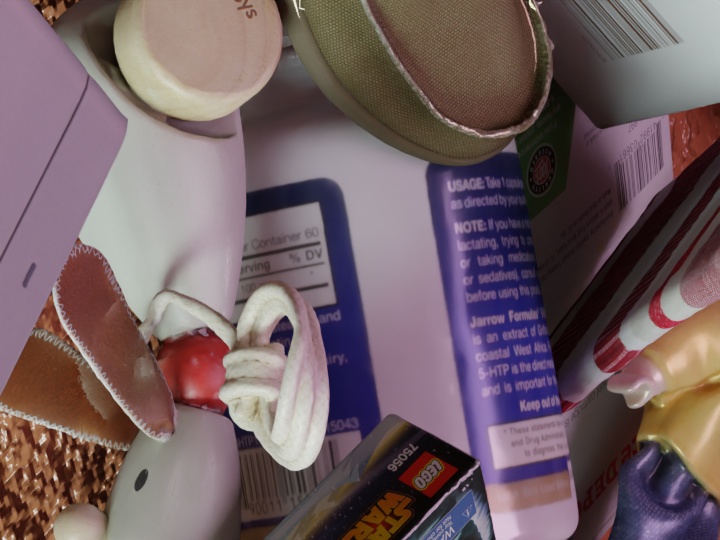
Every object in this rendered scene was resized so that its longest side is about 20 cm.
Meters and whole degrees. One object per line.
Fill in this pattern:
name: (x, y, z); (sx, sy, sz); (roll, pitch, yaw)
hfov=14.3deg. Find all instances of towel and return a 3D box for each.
towel: (0.120, -0.013, 0.990); (0.144, 0.023, 0.200); (-50, -177, -30)

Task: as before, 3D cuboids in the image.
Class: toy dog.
toy dog: (-0.080, -0.007, 0.863); (0.132, 0.096, 0.201); (120, -32, -51)

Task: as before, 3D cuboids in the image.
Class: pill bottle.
pill bottle: (0.000, 0.000, 0.966); (0.119, 0.119, 0.202); (-4, 84, -60)

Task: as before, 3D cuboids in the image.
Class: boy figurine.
boy figurine: (0.125, 0.053, 1.108); (0.124, 0.064, 0.201); (45, 59, -55)

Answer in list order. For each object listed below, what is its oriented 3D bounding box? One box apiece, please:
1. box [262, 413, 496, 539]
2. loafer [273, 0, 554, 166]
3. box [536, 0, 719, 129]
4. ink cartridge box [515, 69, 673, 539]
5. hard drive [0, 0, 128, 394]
box: (-0.030, 0.156, 0.845); (0.200, 0.040, 0.137); (-44, 142, -27)
loafer: (0.007, -0.110, 0.859); (0.200, 0.067, 0.076); (54, 56, -33)
box: (0.144, -0.163, 1.011); (0.106, 0.152, 0.200); (45, 69, -15)
ink cartridge box: (0.060, 0.004, 1.130); (0.145, 0.087, 0.201); (-41, 130, -48)
hard drive: (-0.141, -0.058, 0.679); (0.200, 0.027, 0.132); (51, 43, -31)
